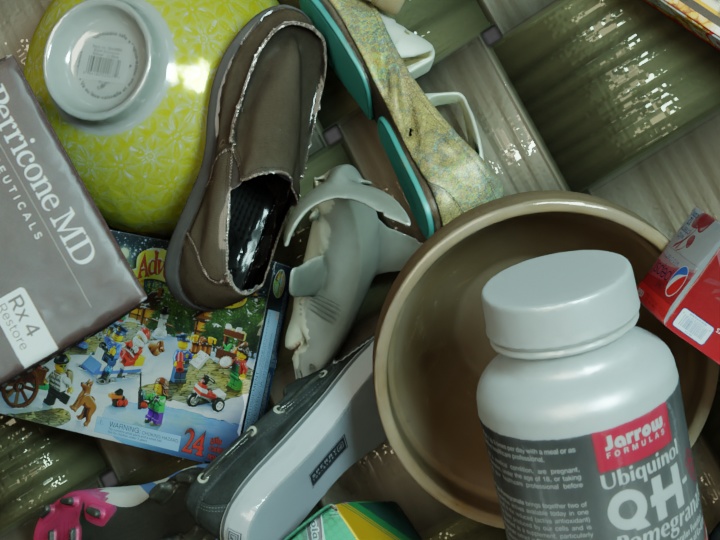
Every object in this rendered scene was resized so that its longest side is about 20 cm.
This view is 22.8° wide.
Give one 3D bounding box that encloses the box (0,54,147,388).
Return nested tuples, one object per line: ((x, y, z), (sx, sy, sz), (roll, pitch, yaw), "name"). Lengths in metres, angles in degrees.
((-0.256, -0.002, 1.079), (0.199, 0.164, 0.167), (-30, 92, -10), "box")

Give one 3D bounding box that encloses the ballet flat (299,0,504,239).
((0.030, -0.110, 1.138), (0.070, 0.071, 0.201), (-34, 69, 13), "ballet flat")

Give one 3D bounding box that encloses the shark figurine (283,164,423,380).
((0.004, -0.020, 1.095), (0.089, 0.215, 0.129), (13, 60, 1), "shark figurine")

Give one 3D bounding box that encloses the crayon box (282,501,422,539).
((0.037, 0.234, 1.062), (0.058, 0.119, 0.201), (-39, 73, 11), "crayon box")

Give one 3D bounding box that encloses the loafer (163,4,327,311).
((-0.058, -0.067, 1.123), (0.071, 0.073, 0.202), (11, 85, 49), "loafer")

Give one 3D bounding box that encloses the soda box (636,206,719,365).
((0.250, 0.050, 0.984), (0.199, 0.070, 0.064), (35, 97, -12), "soda box")

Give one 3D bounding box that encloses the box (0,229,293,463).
((-0.152, 0.046, 1.196), (0.198, 0.038, 0.138), (10, 87, 21), "box")

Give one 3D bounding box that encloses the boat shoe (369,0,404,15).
((0.067, -0.245, 1.138), (0.069, 0.074, 0.200), (45, 89, -5), "boat shoe")

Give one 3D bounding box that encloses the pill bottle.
((0.123, 0.096, 0.966), (0.110, 0.111, 0.202), (-7, 109, 19), "pill bottle")

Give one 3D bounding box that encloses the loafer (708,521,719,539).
((0.218, 0.176, 1.020), (0.070, 0.068, 0.203), (1, 96, 16), "loafer")

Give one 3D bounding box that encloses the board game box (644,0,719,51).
((0.239, -0.211, 1.079), (0.199, 0.046, 0.152), (38, 97, 20), "board game box")

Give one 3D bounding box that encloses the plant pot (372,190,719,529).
((0.103, 0.043, 1.054), (0.198, 0.093, 0.203), (-2, 108, -5), "plant pot")

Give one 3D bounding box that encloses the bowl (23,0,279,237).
((-0.150, -0.129, 1.179), (0.198, 0.108, 0.203), (-3, 82, 20), "bowl")

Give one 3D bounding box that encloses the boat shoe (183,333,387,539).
((-0.028, 0.091, 1.088), (0.056, 0.069, 0.200), (25, 52, 30), "boat shoe")

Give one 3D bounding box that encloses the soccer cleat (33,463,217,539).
((-0.131, 0.171, 1.163), (0.199, 0.086, 0.071), (-18, 71, 41), "soccer cleat")
